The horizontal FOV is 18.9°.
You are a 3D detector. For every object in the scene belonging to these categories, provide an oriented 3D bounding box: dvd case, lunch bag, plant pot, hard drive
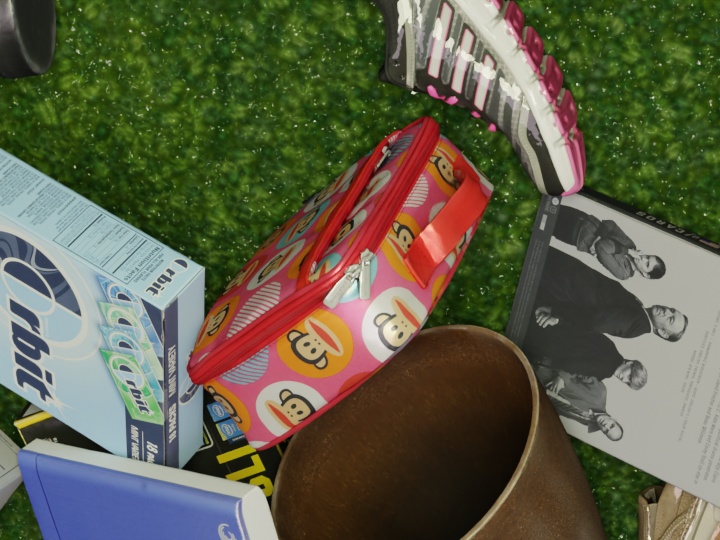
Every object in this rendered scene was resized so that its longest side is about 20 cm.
[{"bbox_3d":[0.182,0.049,1.307,0.199,0.025,0.152,25,115,24],"label":"dvd case"},{"bbox_3d":[0.000,0.000,1.250,0.176,0.200,0.082,-35,104,33],"label":"lunch bag"},{"bbox_3d":[0.075,0.169,1.336,0.186,0.188,0.200,-27,128,17],"label":"plant pot"},{"bbox_3d":[-0.122,0.178,1.334,0.199,0.025,0.133,7,121,42],"label":"hard drive"}]

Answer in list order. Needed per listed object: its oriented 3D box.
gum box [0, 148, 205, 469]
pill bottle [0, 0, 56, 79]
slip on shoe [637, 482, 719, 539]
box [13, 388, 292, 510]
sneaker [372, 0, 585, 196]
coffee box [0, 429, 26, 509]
[{"bbox_3d":[-0.184,0.019,1.304,0.199,0.045,0.171,30,143,20],"label":"gum box"},{"bbox_3d":[-0.288,-0.149,1.288,0.198,0.112,0.113,-4,111,9],"label":"pill bottle"},{"bbox_3d":[0.202,0.159,1.367,0.060,0.076,0.201,29,114,14],"label":"slip on shoe"},{"bbox_3d":[-0.111,0.152,1.419,0.158,0.049,0.201,-20,107,13],"label":"box"},{"bbox_3d":[0.058,-0.121,1.275,0.087,0.074,0.201,-31,100,18],"label":"sneaker"},{"bbox_3d":[-0.365,0.150,1.354,0.200,0.198,0.200,42,112,4],"label":"coffee box"}]
